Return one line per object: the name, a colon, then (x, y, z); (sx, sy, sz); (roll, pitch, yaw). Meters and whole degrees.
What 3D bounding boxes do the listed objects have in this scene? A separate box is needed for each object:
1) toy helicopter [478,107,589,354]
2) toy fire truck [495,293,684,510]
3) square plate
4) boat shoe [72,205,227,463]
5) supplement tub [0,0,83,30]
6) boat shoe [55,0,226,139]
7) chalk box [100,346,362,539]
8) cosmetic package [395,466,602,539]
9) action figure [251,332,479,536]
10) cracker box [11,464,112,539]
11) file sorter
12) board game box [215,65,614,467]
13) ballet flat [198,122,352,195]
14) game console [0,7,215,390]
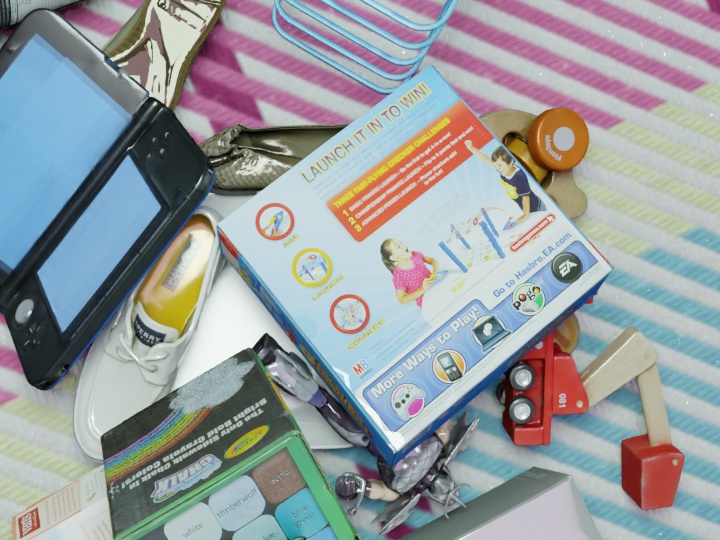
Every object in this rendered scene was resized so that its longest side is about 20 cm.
toy helicopter: (0.122, -0.023, 0.902); (0.130, 0.079, 0.204); (-18, 98, -16)
toy fire truck: (0.176, 0.080, 0.879); (0.138, 0.049, 0.204); (-1, 101, -6)
square plate: (-0.102, 0.039, 0.886); (0.196, 0.028, 0.202); (-2, 84, -8)
boat shoe: (-0.151, 0.045, 0.827); (0.070, 0.070, 0.202); (29, 86, -2)
supplement tub: (-0.267, -0.240, 0.837); (0.198, 0.122, 0.124); (-28, 88, -25)
boat shoe: (-0.169, -0.156, 0.892); (0.072, 0.063, 0.203); (30, 87, -14)
chalk box: (-0.073, 0.156, 0.699); (0.123, 0.200, 0.125); (-29, 111, -6)
cosmetic package: (0.076, 0.227, 0.849); (0.198, 0.107, 0.091); (-28, 89, -11)
action figure: (0.006, 0.111, 0.848); (0.200, 0.069, 0.130); (44, 75, -7)
cracker box: (-0.130, 0.190, 0.829); (0.198, 0.058, 0.136); (-28, 111, -11)
file sorter: (0.014, -0.226, 0.846); (0.137, 0.200, 0.124); (28, 83, -3)
board game box: (0.035, -0.007, 0.799); (0.199, 0.056, 0.197); (-37, 76, -14)
ballet flat: (-0.031, -0.092, 0.889); (0.196, 0.047, 0.068); (-2, 48, -9)
game console: (-0.223, -0.052, 0.811); (0.118, 0.171, 0.201); (34, 99, -39)
